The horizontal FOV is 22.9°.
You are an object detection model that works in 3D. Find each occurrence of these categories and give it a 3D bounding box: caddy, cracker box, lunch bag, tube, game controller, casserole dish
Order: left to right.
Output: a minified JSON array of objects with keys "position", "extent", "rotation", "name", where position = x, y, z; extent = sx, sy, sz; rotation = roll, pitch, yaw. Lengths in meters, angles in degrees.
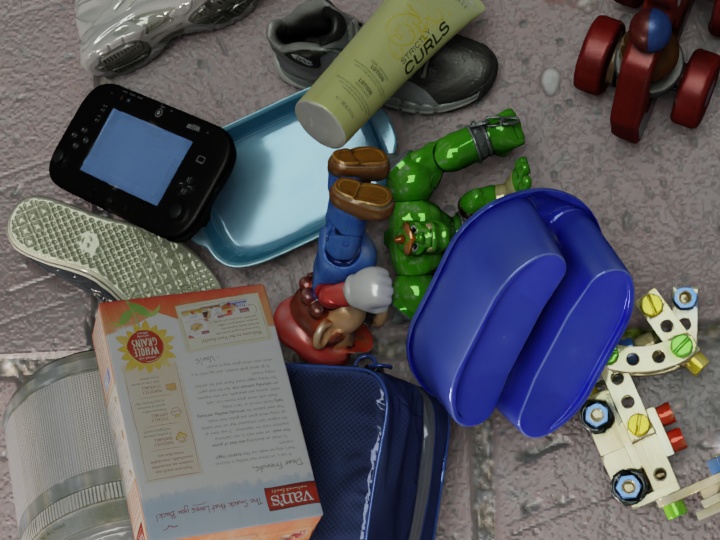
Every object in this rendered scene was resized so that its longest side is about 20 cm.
[{"position":[-0.188,-0.095,1.522],"extent":[0.200,0.042,0.105],"rotation":[24,92,39],"name":"game controller"},{"position":[-0.119,0.115,1.346],"extent":[0.133,0.058,0.201],"rotation":[-6,61,-19],"name":"cracker box"},{"position":[-0.060,-0.081,1.523],"extent":[0.199,0.039,0.122],"rotation":[-25,84,8],"name":"casserole dish"},{"position":[-0.011,0.164,1.427],"extent":[0.135,0.132,0.201],"rotation":[4,78,31],"name":"lunch bag"},{"position":[0.025,-0.182,1.441],"extent":[0.052,0.058,0.200],"rotation":[27,60,25],"name":"tube"},{"position":[0.121,0.033,1.386],"extent":[0.201,0.141,0.105],"rotation":[-64,31,22],"name":"caddy"}]

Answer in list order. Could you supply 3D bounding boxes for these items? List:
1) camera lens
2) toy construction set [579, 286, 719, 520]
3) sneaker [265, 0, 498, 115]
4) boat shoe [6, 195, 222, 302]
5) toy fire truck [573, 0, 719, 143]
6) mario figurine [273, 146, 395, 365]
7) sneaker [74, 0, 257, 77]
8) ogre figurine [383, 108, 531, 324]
[{"position":[-0.198,0.175,1.423],"extent":[0.159,0.160,0.201],"rotation":[-20,56,6],"name":"camera lens"},{"position":[0.245,0.118,1.411],"extent":[0.131,0.092,0.201],"rotation":[-24,64,5],"name":"toy construction set"},{"position":[0.012,-0.184,1.498],"extent":[0.199,0.115,0.075],"rotation":[4,79,12],"name":"sneaker"},{"position":[-0.209,-0.006,1.536],"extent":[0.199,0.062,0.075],"rotation":[23,79,-1],"name":"boat shoe"},{"position":[0.245,-0.210,1.431],"extent":[0.112,0.168,0.201],"rotation":[22,83,15],"name":"toy fire truck"},{"position":[0.000,0.000,1.446],"extent":[0.106,0.201,0.123],"rotation":[30,41,18],"name":"mario figurine"},{"position":[-0.170,-0.255,1.571],"extent":[0.199,0.078,0.100],"rotation":[-23,72,5],"name":"sneaker"},{"position":[0.080,-0.026,1.468],"extent":[0.119,0.098,0.201],"rotation":[-3,111,-2],"name":"ogre figurine"}]
